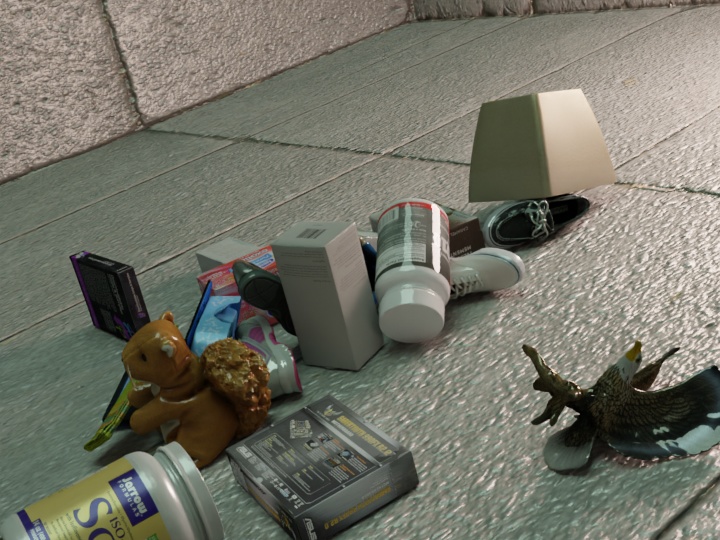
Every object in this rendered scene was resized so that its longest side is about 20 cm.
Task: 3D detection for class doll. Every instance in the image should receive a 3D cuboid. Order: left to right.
[{"bbox_3d":[0.000,0.000,1.520,0.048,0.199,0.138,-21,60,27],"label":"doll"}]

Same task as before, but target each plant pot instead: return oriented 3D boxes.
[{"bbox_3d":[0.317,-0.228,1.732,0.198,0.179,0.199,-14,9,-37],"label":"plant pot"}]

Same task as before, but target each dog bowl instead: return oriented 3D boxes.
[{"bbox_3d":[-0.220,0.107,1.440,0.049,0.113,0.200,12,23,-2],"label":"dog bowl"}]

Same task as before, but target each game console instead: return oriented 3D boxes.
[{"bbox_3d":[-0.302,0.122,1.444,0.169,0.119,0.201,-11,27,10],"label":"game console"}]

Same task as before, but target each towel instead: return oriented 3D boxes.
[{"bbox_3d":[-0.322,0.161,1.346,0.086,0.018,0.201,-33,24,49],"label":"towel"}]

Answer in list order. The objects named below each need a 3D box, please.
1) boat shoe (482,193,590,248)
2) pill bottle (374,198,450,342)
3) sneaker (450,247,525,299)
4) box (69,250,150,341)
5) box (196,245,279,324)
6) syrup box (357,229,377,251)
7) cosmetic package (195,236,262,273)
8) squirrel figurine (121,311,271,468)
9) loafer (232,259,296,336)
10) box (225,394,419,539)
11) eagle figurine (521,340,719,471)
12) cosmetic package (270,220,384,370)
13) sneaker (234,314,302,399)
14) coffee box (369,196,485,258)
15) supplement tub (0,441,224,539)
[{"bbox_3d":[0.302,-0.086,1.633,0.197,0.075,0.068,-13,6,-22],"label":"boat shoe"},{"bbox_3d":[0.079,0.000,1.442,0.112,0.114,0.202,-9,49,14],"label":"pill bottle"},{"bbox_3d":[0.163,0.016,1.504,0.198,0.074,0.071,-8,30,40],"label":"sneaker"},{"bbox_3d":[-0.437,0.048,1.692,0.036,0.145,0.199,-27,26,-32],"label":"box"},{"bbox_3d":[-0.161,0.028,1.620,0.198,0.104,0.094,-23,24,-23],"label":"box"},{"bbox_3d":[-0.027,-0.032,1.679,0.078,0.083,0.199,-1,8,-39],"label":"syrup box"},{"bbox_3d":[-0.231,-0.012,1.823,0.082,0.051,0.199,-25,24,-28],"label":"cosmetic package"},{"bbox_3d":[-0.215,0.143,1.262,0.198,0.189,0.142,-16,22,0],"label":"squirrel figurine"},{"bbox_3d":[-0.119,0.038,1.456,0.072,0.200,0.063,-45,48,6],"label":"loafer"},{"bbox_3d":[-0.050,0.232,1.138,0.157,0.049,0.199,-25,24,-24],"label":"box"},{"bbox_3d":[0.298,0.142,1.073,0.198,0.151,0.153,9,59,-21],"label":"eagle figurine"},{"bbox_3d":[-0.046,0.036,1.395,0.107,0.202,0.085,5,30,35],"label":"cosmetic package"},{"bbox_3d":[-0.158,0.129,1.405,0.087,0.082,0.200,-20,22,-17],"label":"sneaker"},{"bbox_3d":[0.115,-0.058,1.676,0.113,0.081,0.200,-23,23,-19],"label":"coffee box"},{"bbox_3d":[-0.260,0.284,1.019,0.199,0.147,0.145,-26,25,-25],"label":"supplement tub"}]
